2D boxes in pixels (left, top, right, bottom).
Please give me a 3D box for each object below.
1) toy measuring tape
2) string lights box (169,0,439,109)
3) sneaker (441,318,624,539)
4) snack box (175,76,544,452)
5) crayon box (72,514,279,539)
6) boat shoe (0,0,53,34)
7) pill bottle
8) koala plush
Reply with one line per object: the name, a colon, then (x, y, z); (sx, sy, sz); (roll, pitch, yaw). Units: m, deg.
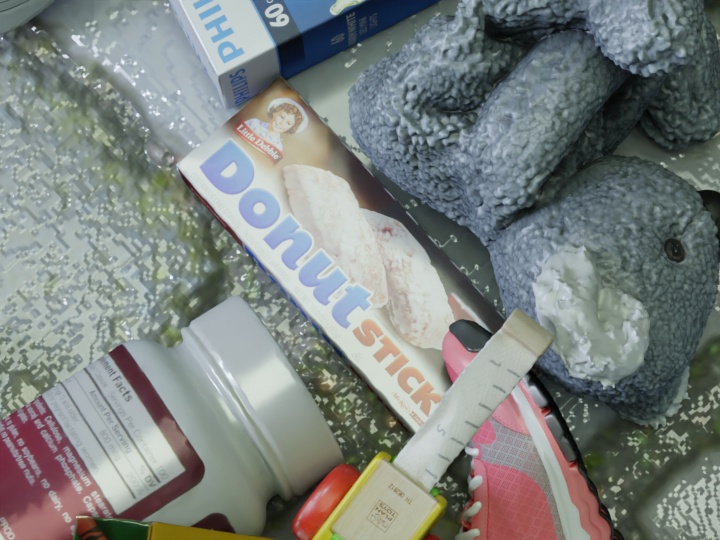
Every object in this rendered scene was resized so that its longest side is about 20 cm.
toy measuring tape: (0.026, 0.094, 1.102); (0.073, 0.074, 0.200); (40, 109, 10)
string lights box: (-0.004, -0.176, 1.228); (0.199, 0.059, 0.103); (-28, 78, -6)
sneaker: (0.073, 0.122, 1.135); (0.086, 0.074, 0.201); (-26, 88, 3)
snack box: (0.000, 0.000, 1.201); (0.072, 0.024, 0.200); (-41, 79, -8)
crayon box: (-0.037, 0.186, 1.070); (0.199, 0.051, 0.128); (8, 111, -4)
boat shoe: (-0.153, -0.209, 1.244); (0.074, 0.065, 0.203); (29, 83, -12)
pill bottle: (-0.116, 0.103, 1.130); (0.199, 0.114, 0.114); (-32, 77, -7)
koala plush: (0.102, -0.026, 1.141); (0.183, 0.177, 0.201); (-19, 76, 8)
